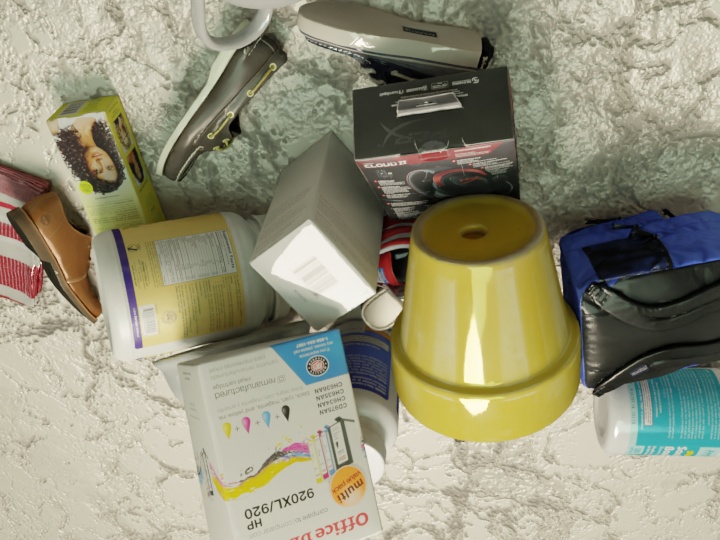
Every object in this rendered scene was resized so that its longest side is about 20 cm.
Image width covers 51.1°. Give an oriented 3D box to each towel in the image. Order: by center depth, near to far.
[{"bbox_3d":[-0.469,-0.048,0.947,0.142,0.023,0.202,18,124,-5],"label":"towel"}]

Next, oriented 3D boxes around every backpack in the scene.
[{"bbox_3d":[0.323,0.013,0.823,0.197,0.169,0.164,-11,131,7],"label":"backpack"}]

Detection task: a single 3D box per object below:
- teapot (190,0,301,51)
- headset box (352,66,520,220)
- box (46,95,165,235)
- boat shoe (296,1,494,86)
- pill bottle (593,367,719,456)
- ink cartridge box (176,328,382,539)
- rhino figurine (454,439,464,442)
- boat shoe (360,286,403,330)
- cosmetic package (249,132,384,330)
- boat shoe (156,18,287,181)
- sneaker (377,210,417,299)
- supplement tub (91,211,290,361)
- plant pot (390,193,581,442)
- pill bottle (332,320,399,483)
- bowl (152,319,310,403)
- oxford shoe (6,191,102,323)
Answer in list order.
[{"bbox_3d":[-0.069,-0.312,0.658,0.198,0.146,0.201,-2,87,29],"label":"teapot"},{"bbox_3d":[0.080,-0.121,0.742,0.146,0.076,0.200,-6,165,13],"label":"headset box"},{"bbox_3d":[-0.287,-0.097,0.880,0.074,0.050,0.202,-8,124,10],"label":"box"},{"bbox_3d":[0.028,-0.204,0.761,0.197,0.075,0.094,12,130,-3],"label":"boat shoe"},{"bbox_3d":[0.407,0.180,0.963,0.197,0.111,0.112,0,124,6],"label":"pill bottle"},{"bbox_3d":[-0.085,0.175,0.754,0.145,0.144,0.203,-12,88,-23],"label":"ink cartridge box"},{"bbox_3d":[0.124,0.171,0.987,0.088,0.060,0.200,-48,135,-11],"label":"rhino figurine"},{"bbox_3d":[0.080,-0.001,0.914,0.199,0.057,0.067,-35,108,20],"label":"boat shoe"},{"bbox_3d":[-0.037,-0.048,0.797,0.084,0.201,0.108,-33,114,23],"label":"cosmetic package"},{"bbox_3d":[-0.152,-0.166,0.806,0.060,0.072,0.202,33,118,-12],"label":"boat shoe"},{"bbox_3d":[0.000,0.000,0.878,0.199,0.113,0.071,-34,117,25],"label":"sneaker"},{"bbox_3d":[-0.190,0.013,0.852,0.197,0.146,0.147,-11,128,-22],"label":"supplement tub"},{"bbox_3d":[0.122,0.035,0.764,0.198,0.202,0.191,-4,124,8],"label":"plant pot"},{"bbox_3d":[-0.006,0.166,0.939,0.110,0.201,0.113,3,125,4],"label":"pill bottle"},{"bbox_3d":[-0.144,0.126,0.917,0.198,0.201,0.092,-15,88,15],"label":"bowl"},{"bbox_3d":[-0.359,-0.011,0.939,0.071,0.071,0.201,31,148,32],"label":"oxford shoe"}]
